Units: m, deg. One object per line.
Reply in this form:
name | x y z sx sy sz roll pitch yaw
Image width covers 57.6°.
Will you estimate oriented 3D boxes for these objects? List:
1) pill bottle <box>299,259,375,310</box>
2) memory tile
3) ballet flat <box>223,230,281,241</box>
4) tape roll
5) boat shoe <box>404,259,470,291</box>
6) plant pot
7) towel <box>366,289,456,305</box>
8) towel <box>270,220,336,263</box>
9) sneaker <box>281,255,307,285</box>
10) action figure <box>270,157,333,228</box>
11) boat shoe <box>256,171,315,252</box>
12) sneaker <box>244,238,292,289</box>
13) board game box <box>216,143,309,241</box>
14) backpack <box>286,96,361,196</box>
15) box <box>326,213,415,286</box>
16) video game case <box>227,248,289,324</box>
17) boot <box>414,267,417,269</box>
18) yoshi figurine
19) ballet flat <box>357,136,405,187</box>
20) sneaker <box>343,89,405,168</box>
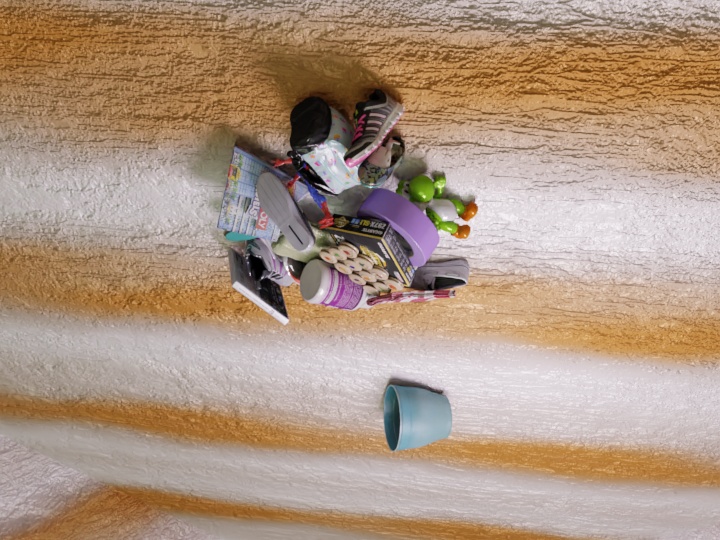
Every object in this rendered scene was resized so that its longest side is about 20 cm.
pill bottle | -0.051 0.044 1.705 0.197 0.114 0.112 14 141 -37
memory tile | 0.000 0.000 1.587 0.199 0.017 0.152 36 157 -23
ballet flat | -0.245 -0.120 1.632 0.195 0.072 0.072 -8 134 6
tape roll | 0.087 -0.099 1.524 0.198 0.066 0.201 35 165 10
boat shoe | 0.186 0.021 1.701 0.196 0.068 0.074 -14 131 23
plant pot | 0.185 0.462 2.070 0.183 0.203 0.202 0 138 -13
towel | 0.130 0.072 1.682 0.196 0.023 0.143 -2 172 -27
towel | -0.111 -0.063 1.650 0.197 0.037 0.147 19 140 -38
sneaker | -0.137 0.002 1.748 0.081 0.078 0.200 -27 134 14
action figure | -0.136 -0.190 1.470 0.097 0.204 0.065 -17 170 -6
boat shoe | -0.170 -0.131 1.492 0.071 0.071 0.203 -29 93 12
sneaker | -0.246 0.005 1.705 0.076 0.142 0.201 -21 129 21
board game box | -0.221 -0.171 1.536 0.195 0.062 0.204 12 104 -13
backpack | -0.062 -0.256 1.408 0.124 0.170 0.200 -18 138 26
box | 0.027 -0.047 1.540 0.157 0.050 0.201 15 155 32
video game case | -0.270 0.040 1.716 0.023 0.201 0.181 -45 118 9
boot | 0.048 -0.046 1.661 0.198 0.074 0.090 35 151 -9
yoshi figurine | 0.177 -0.155 1.508 0.197 0.113 0.113 25 118 -12
ballet flat | 0.047 -0.239 1.384 0.073 0.201 0.076 8 119 16
sneaker | 0.011 -0.296 1.341 0.087 0.201 0.073 42 153 -12
